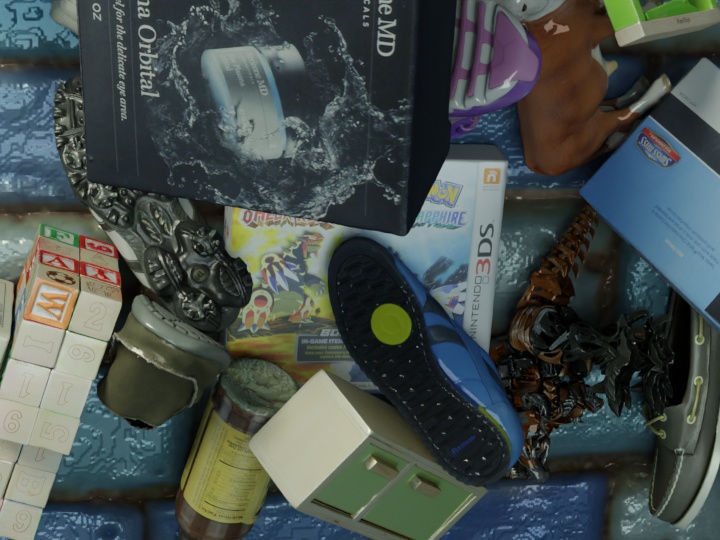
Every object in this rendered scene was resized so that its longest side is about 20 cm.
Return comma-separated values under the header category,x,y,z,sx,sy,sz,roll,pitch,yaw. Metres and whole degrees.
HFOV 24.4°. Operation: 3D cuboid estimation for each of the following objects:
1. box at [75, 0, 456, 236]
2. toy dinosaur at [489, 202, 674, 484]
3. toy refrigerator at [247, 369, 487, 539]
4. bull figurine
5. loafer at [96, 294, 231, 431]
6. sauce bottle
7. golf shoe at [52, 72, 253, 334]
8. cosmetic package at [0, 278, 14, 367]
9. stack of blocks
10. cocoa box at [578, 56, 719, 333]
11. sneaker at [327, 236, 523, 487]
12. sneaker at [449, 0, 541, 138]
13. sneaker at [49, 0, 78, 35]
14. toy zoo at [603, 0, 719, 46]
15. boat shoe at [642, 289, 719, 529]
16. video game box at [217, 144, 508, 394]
category,x,y,z,sx,sy,sz,roll,pitch,yaw
box,-0.049,-0.144,0.940,0.199,0.118,0.197,10,123,12
toy dinosaur,0.148,0.058,1.214,0.102,0.135,0.201,-29,124,-49
toy refrigerator,0.011,0.142,1.178,0.076,0.070,0.200,-45,148,6
bull figurine,0.145,-0.149,1.129,0.121,0.065,0.200,-21,140,-6
loafer,-0.135,0.073,1.112,0.075,0.200,0.070,32,76,4
sauce bottle,-0.098,0.153,1.201,0.064,0.065,0.200,12,128,-14
golf shoe,-0.150,-0.042,1.138,0.078,0.094,0.201,-28,87,-14
cosmetic package,-0.338,0.027,1.110,0.199,0.104,0.073,17,106,-15
stack of blocks,-0.224,0.083,1.145,0.058,0.115,0.201,17,106,-16
cocoa box,0.274,-0.021,1.137,0.131,0.200,0.133,-47,142,8
sneaker,0.047,0.058,1.176,0.066,0.078,0.200,-32,97,26
sneaker,0.056,-0.124,1.099,0.088,0.200,0.081,26,73,-34
sneaker,-0.119,-0.147,1.113,0.200,0.092,0.076,38,59,-38
toy zoo,0.169,-0.247,1.076,0.020,0.131,0.201,-20,90,36
boat shoe,0.247,0.097,1.263,0.060,0.072,0.203,10,101,-12
video game box,0.000,0.000,1.194,0.199,0.047,0.183,0,108,-11
